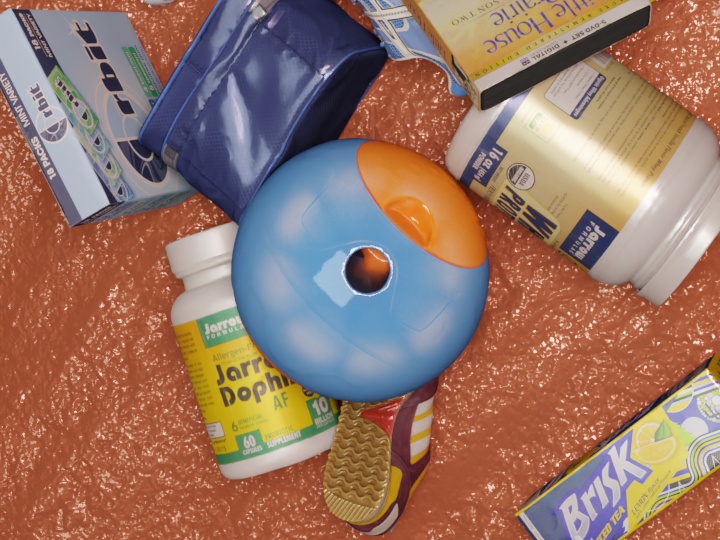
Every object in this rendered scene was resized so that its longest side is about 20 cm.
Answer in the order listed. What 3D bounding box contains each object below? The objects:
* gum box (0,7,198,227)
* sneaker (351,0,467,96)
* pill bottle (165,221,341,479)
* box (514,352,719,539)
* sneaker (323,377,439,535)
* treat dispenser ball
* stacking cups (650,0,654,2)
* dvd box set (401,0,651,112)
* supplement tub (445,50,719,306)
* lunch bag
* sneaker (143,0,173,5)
[{"bbox_3d":[-0.213,-0.128,1.413,0.044,0.200,0.171,-27,87,20],"label":"gum box"},{"bbox_3d":[0.026,-0.207,1.344,0.199,0.076,0.077,35,119,23],"label":"sneaker"},{"bbox_3d":[-0.092,0.062,1.443,0.112,0.113,0.202,-17,91,20],"label":"pill bottle"},{"bbox_3d":[0.222,0.156,1.373,0.200,0.064,0.070,-41,83,20],"label":"box"},{"bbox_3d":[0.027,0.119,1.437,0.074,0.090,0.201,15,77,25],"label":"sneaker"},{"bbox_3d":[0.000,0.000,1.330,0.199,0.201,0.203,3,98,19],"label":"treat dispenser ball"},{"bbox_3d":[0.178,-0.295,1.291,0.060,0.060,0.201,-25,87,20],"label":"stacking cups"},{"bbox_3d":[0.099,-0.224,1.269,0.145,0.029,0.201,-27,62,-8],"label":"dvd box set"},{"bbox_3d":[0.179,-0.080,1.307,0.199,0.144,0.145,36,107,4],"label":"supplement tub"},{"bbox_3d":[-0.080,-0.152,1.397,0.132,0.136,0.201,37,108,11],"label":"lunch bag"},{"bbox_3d":[-0.188,-0.320,1.455,0.070,0.073,0.202,-5,87,29],"label":"sneaker"}]
